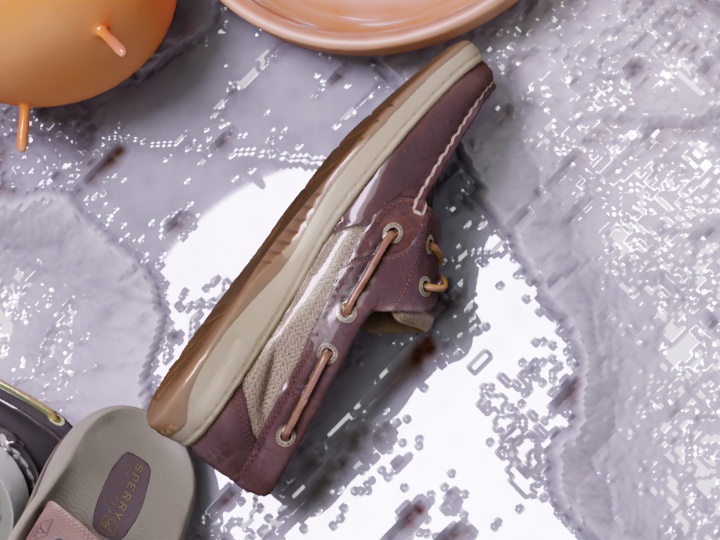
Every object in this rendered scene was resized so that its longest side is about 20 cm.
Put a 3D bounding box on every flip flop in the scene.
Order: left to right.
[{"bbox_3d":[-0.093,0.117,0.704,0.058,0.081,0.200,-38,21,32],"label":"flip flop"}]

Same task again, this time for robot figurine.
[{"bbox_3d":[-0.141,-0.156,0.813,0.143,0.117,0.201,-15,68,-2],"label":"robot figurine"}]

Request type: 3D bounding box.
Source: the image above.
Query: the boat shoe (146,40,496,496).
[{"bbox_3d":[0.000,0.000,0.767,0.072,0.072,0.200,38,76,-8],"label":"boat shoe"}]

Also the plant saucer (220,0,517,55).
[{"bbox_3d":[0.013,-0.183,0.822,0.199,0.037,0.201,-4,73,14],"label":"plant saucer"}]

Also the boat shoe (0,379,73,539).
[{"bbox_3d":[-0.207,0.060,0.808,0.201,0.061,0.072,21,120,24],"label":"boat shoe"}]
